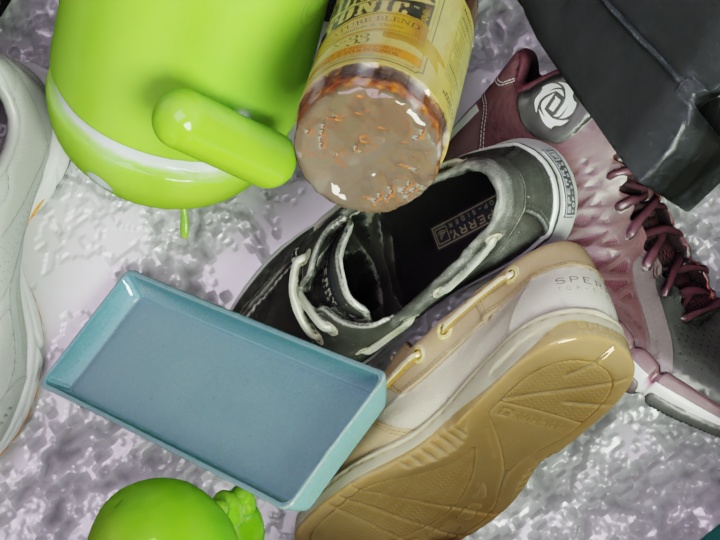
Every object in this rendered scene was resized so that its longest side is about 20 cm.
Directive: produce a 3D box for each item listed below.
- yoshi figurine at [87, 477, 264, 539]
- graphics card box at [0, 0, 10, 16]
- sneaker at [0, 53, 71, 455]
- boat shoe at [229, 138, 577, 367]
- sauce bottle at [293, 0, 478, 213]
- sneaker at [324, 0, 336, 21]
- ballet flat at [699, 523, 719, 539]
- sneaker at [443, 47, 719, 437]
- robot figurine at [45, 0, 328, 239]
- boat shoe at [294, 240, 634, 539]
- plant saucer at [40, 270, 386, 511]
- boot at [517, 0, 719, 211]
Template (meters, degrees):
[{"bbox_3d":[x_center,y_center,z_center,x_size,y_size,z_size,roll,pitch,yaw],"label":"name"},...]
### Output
[{"bbox_3d":[-0.031,0.134,0.891,0.199,0.112,0.113,5,64,-18],"label":"yoshi figurine"},{"bbox_3d":[-0.208,-0.113,0.991,0.051,0.126,0.201,26,69,3],"label":"graphics card box"},{"bbox_3d":[-0.187,-0.008,1.012,0.075,0.092,0.201,5,81,12],"label":"sneaker"},{"bbox_3d":[0.000,0.000,0.950,0.200,0.064,0.071,-34,76,34],"label":"boat shoe"},{"bbox_3d":[0.016,-0.102,0.949,0.066,0.200,0.066,4,124,6],"label":"sauce bottle"},{"bbox_3d":[-0.055,-0.202,1.045,0.082,0.070,0.201,-25,88,50],"label":"sneaker"},{"bbox_3d":[0.124,0.177,0.938,0.200,0.072,0.072,-39,75,2],"label":"ballet flat"},{"bbox_3d":[0.122,-0.023,0.947,0.200,0.076,0.116,39,109,15],"label":"sneaker"},{"bbox_3d":[-0.075,-0.112,0.970,0.115,0.201,0.176,-10,48,-29],"label":"robot figurine"},{"bbox_3d":[0.041,0.058,0.942,0.200,0.073,0.069,-40,40,37],"label":"boat shoe"},{"bbox_3d":[-0.065,0.051,0.956,0.200,0.019,0.070,19,67,51],"label":"plant saucer"},{"bbox_3d":[0.125,-0.146,0.894,0.165,0.065,0.200,-59,37,27],"label":"boot"}]
